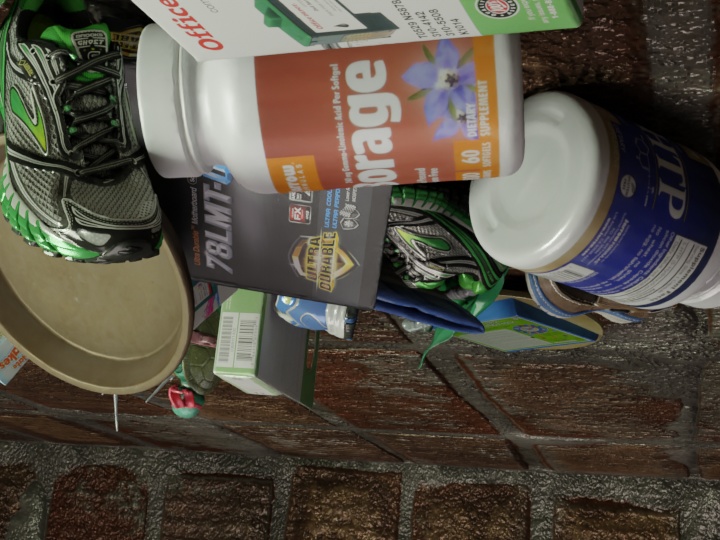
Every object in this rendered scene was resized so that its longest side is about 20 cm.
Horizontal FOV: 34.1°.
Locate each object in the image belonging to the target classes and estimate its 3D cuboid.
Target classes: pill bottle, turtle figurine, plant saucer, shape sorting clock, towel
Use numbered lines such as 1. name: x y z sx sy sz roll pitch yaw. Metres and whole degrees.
1. pill bottle: 0.185 -0.039 0.815 0.199 0.121 0.119 16 161 -35
2. turtle figurine: -0.171 0.069 1.152 0.100 0.201 0.150 8 168 21
3. plant saucer: -0.194 -0.006 0.796 0.199 0.029 0.201 14 125 21
4. shape sorting clock: 0.167 0.052 1.289 0.199 0.040 0.200 6 165 2
5. pill bottle: -0.014 -0.099 0.637 0.199 0.113 0.112 -4 163 6
6. towel: 0.000 0.000 1.015 0.146 0.024 0.200 17 -168 -39

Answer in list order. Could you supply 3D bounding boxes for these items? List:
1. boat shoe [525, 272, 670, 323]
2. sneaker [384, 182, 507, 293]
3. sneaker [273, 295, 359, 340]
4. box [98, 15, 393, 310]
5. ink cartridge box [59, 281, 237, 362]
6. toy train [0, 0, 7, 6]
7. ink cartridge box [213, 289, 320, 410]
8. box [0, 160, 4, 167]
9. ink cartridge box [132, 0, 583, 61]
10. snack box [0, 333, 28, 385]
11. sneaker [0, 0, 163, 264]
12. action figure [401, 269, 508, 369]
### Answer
1. boat shoe: 0.224 0.004 1.064 0.072 0.073 0.199 -15 165 41
2. sneaker: 0.039 -0.029 0.898 0.199 0.086 0.078 15 -171 -27
3. sneaker: -0.042 0.016 1.126 0.077 0.076 0.200 12 -178 -5
4. box: -0.075 -0.065 0.783 0.197 0.050 0.201 9 139 0
5. ink cartridge box: -0.164 -0.007 0.931 0.116 0.200 0.068 12 125 26
6. toy train: -0.222 -0.150 0.668 0.042 0.057 0.200 15 162 -25
7. ink cartridge box: -0.087 0.054 1.183 0.048 0.147 0.200 1 164 12
8. box: -0.247 -0.096 0.844 0.199 0.071 0.064 18 159 -38
9. ink cartridge box: -0.015 -0.163 0.504 0.199 0.085 0.146 -2 163 23
10. snack box: -0.346 0.023 1.090 0.199 0.116 0.037 21 156 45
11. sneaker: -0.158 -0.082 0.632 0.078 0.200 0.085 -5 139 -36
12. action figure: 0.094 0.004 1.065 0.054 0.119 0.200 20 153 -12
